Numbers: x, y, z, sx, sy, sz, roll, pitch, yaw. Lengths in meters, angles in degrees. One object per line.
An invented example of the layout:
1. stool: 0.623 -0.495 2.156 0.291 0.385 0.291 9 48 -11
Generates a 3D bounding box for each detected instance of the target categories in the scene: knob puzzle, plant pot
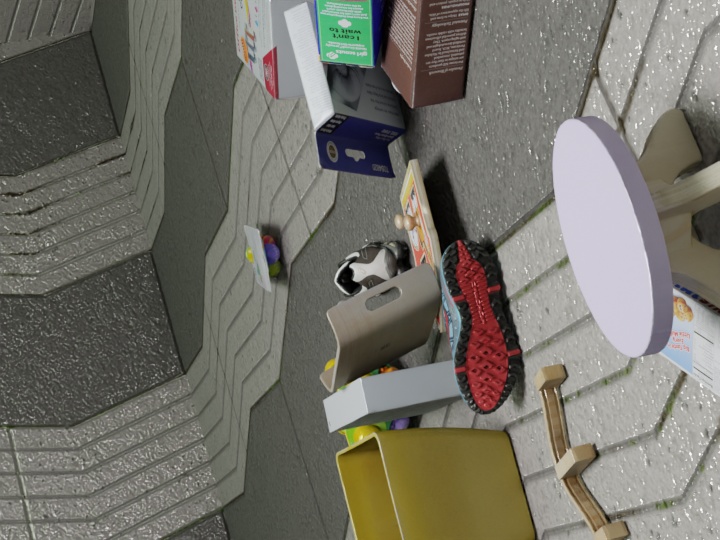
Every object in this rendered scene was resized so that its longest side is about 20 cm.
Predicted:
1. knob puzzle: 0.074 -0.019 1.694 0.220 0.030 0.223 167 90 -85
2. plant pot: 0.096 0.288 1.639 0.200 0.174 0.202 136 121 -68

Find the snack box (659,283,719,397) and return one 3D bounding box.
1. snack box: 0.280 0.046 1.170 0.200 0.024 0.073 -136 38 -61

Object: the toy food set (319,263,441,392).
1. toy food set: 0.017 0.070 1.672 0.061 0.142 0.200 59 163 20

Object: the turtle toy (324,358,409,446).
1. turtle toy: 0.021 0.208 1.948 0.146 0.100 0.203 -158 58 -70

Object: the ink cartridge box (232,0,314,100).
1. ink cartridge box: -0.087 -0.347 1.878 0.200 0.143 0.147 -128 31 -57

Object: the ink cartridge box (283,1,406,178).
1. ink cartridge box: -0.010 -0.222 1.685 0.040 0.199 0.203 -17 82 27

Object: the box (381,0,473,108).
1. box: 0.077 -0.297 1.521 0.100 0.074 0.202 -120 27 -45

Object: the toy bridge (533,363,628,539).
1. toy bridge: 0.228 0.204 1.425 0.067 0.027 0.202 110 145 -62

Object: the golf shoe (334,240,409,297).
1. golf shoe: 0.000 0.000 1.904 0.200 0.093 0.079 144 112 -72

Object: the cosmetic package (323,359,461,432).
1. cosmetic package: 0.047 0.165 1.761 0.200 0.149 0.052 139 118 -69

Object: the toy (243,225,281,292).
1. toy: -0.177 -0.029 2.514 0.200 0.047 0.117 -167 64 -75

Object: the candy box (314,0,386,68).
1. candy box: -0.002 -0.364 1.546 0.201 0.076 0.171 84 -163 -57

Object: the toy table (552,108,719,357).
1. toy table: 0.242 -0.037 1.088 0.184 0.116 0.202 137 121 -70

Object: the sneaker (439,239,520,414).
1. sneaker: 0.138 0.068 1.579 0.096 0.078 0.203 113 150 -83
